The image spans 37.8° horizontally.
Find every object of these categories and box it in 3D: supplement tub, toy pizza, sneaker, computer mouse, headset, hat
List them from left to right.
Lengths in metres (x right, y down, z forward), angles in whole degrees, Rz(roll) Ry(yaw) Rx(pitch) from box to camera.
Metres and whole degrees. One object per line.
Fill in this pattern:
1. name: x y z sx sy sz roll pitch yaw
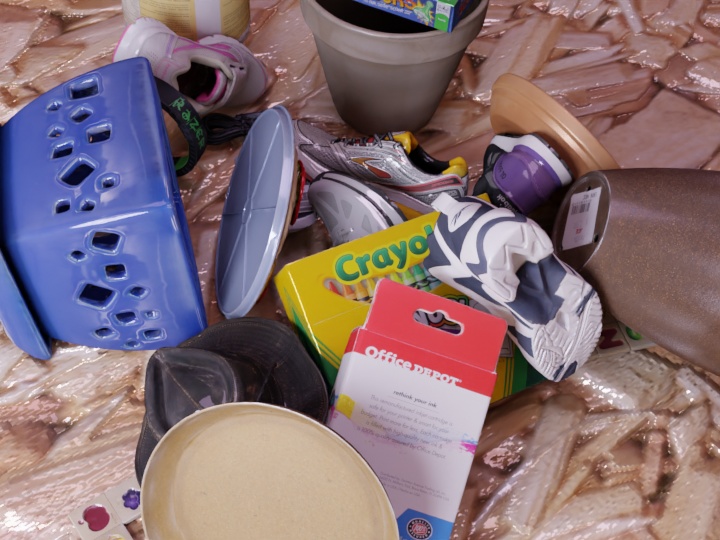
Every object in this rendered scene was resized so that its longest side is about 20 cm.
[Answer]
1. headset: -0.242 -0.159 1.089 0.199 0.124 0.094 3 49 29
2. supplement tub: -0.195 -0.318 1.169 0.144 0.201 0.146 2 50 -3
3. hat: -0.127 0.107 0.838 0.200 0.081 0.202 -18 52 25
4. sneaker: -0.163 -0.200 1.113 0.088 0.082 0.199 42 25 27
5. toy pizza: -0.090 -0.051 0.962 0.032 0.201 0.201 12 47 -21
6. computer mouse: -0.097 -0.097 1.094 0.109 0.044 0.201 -6 45 -17
7. sneaker: 0.000 0.000 0.980 0.200 0.076 0.115 44 60 12
8. sneaker: 0.018 -0.114 1.069 0.199 0.083 0.078 21 28 3
9. sneaker: 0.134 -0.081 1.026 0.088 0.200 0.076 -43 92 -1
10. sneaker: 0.119 0.004 0.880 0.080 0.199 0.130 -48 43 0

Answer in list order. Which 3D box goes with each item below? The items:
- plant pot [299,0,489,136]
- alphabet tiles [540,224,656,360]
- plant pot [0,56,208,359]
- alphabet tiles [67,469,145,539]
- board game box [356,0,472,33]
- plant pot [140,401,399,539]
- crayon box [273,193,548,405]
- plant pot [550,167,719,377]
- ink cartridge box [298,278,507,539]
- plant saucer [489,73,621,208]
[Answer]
1. plant pot: 0.030 -0.246 1.141 0.199 0.174 0.201 2 50 -3
2. alphabet tiles: 0.201 0.019 1.038 0.199 0.006 0.167 -10 52 -12
3. plant pot: -0.248 -0.046 0.943 0.179 0.201 0.201 -12 52 -6
4. alphabet tiles: -0.114 0.228 0.841 0.167 0.008 0.200 -27 57 -24
5. board game box: 0.071 -0.330 1.078 0.135 0.035 0.200 21 52 14
6. plant pot: -0.065 0.183 0.768 0.199 0.201 0.027 16 22 10
7. crayon box: 0.048 0.047 0.917 0.199 0.058 0.173 -20 87 -19
8. plant pot: 0.274 -0.014 0.916 0.199 0.187 0.188 16 47 -17
9. ink cartridge box: 0.032 0.120 0.830 0.116 0.067 0.201 19 81 -5
10. plant saucer: 0.194 -0.108 1.037 0.037 0.200 0.200 -42 60 -1
